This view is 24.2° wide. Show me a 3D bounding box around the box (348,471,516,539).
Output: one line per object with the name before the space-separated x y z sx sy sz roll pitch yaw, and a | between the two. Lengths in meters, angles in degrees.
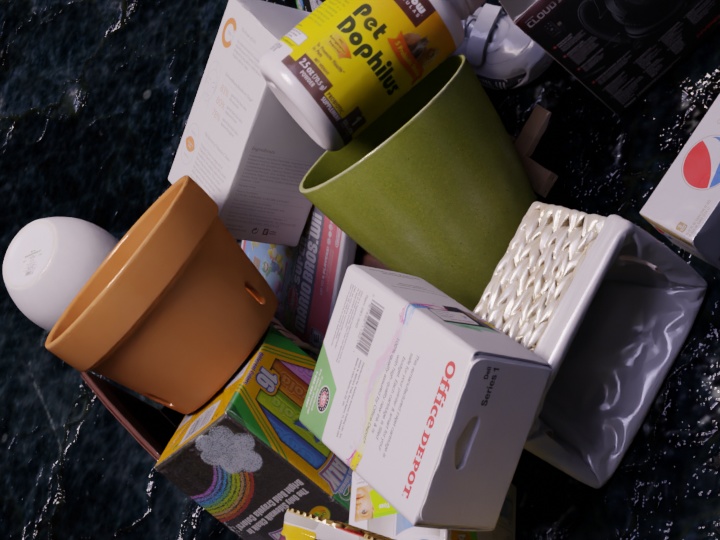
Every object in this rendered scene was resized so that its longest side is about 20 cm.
box | 0.058 0.268 1.408 0.112 0.101 0.201 -17 56 36

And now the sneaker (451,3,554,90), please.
sneaker | 0.096 -0.237 1.655 0.199 0.115 0.076 9 73 45

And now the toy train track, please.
toy train track | 0.134 -0.114 1.614 0.115 0.032 0.200 -60 36 9

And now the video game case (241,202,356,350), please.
video game case | -0.065 -0.015 1.664 0.200 0.017 0.144 34 120 54

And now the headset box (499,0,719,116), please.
headset box | 0.218 -0.250 1.486 0.149 0.200 0.077 -43 44 17

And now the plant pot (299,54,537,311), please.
plant pot | 0.079 -0.054 1.491 0.187 0.200 0.187 -37 13 10

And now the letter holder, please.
letter holder | -0.172 0.130 1.671 0.101 0.142 0.200 -55 42 3

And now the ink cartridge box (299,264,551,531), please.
ink cartridge box | 0.047 0.100 1.346 0.200 0.084 0.146 35 110 54

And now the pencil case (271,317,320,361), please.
pencil case | -0.108 0.068 1.652 0.078 0.090 0.200 -43 39 -7

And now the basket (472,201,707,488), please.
basket | 0.173 0.057 1.401 0.123 0.135 0.201 23 83 49

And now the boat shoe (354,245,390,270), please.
boat shoe | 0.000 0.000 1.645 0.200 0.070 0.071 15 93 55

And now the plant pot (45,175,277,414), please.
plant pot | -0.168 0.033 1.520 0.200 0.140 0.200 -47 12 14

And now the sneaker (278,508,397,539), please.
sneaker | 0.001 0.256 1.347 0.199 0.075 0.091 10 82 53

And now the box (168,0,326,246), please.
box | -0.093 -0.143 1.612 0.124 0.097 0.201 48 123 50

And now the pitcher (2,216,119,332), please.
pitcher | -0.261 0.015 1.780 0.171 0.200 0.122 -22 53 31

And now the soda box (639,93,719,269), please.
soda box | 0.324 -0.105 1.405 0.201 0.064 0.068 -57 42 2

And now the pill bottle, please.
pill bottle | 0.015 -0.206 1.485 0.200 0.109 0.109 -41 43 -4

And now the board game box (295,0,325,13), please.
board game box | 0.003 -0.204 1.662 0.056 0.201 0.165 -25 38 -18

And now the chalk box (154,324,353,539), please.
chalk box | -0.058 0.174 1.516 0.125 0.200 0.124 -38 17 39
